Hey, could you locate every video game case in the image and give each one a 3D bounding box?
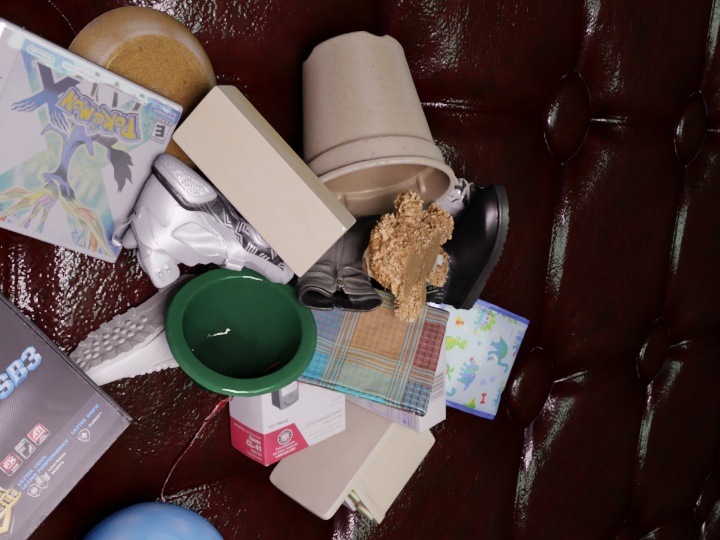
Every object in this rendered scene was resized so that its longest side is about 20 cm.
[{"bbox_3d":[-0.297,-0.119,0.820,0.198,0.022,0.185,20,100,-41],"label":"video game case"}]

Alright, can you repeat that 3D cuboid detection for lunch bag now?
[{"bbox_3d":[0.138,0.117,1.280,0.197,0.126,0.174,20,88,-35],"label":"lunch bag"}]

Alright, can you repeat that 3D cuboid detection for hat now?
[{"bbox_3d":[-0.162,0.119,0.960,0.197,0.167,0.178,-18,150,-33],"label":"hat"}]

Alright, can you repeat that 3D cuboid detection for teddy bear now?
[{"bbox_3d":[0.057,-0.021,0.968,0.200,0.065,0.148,-46,139,-54],"label":"teddy bear"}]

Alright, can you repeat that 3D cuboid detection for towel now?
[{"bbox_3d":[-0.001,0.081,0.986,0.022,0.195,0.149,97,10,-58],"label":"towel"}]

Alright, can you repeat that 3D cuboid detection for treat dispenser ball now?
[{"bbox_3d":[-0.238,0.368,0.935,0.198,0.199,0.206,-15,113,-40],"label":"treat dispenser ball"}]

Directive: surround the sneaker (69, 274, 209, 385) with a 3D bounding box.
[{"bbox_3d":[-0.238,0.085,0.945,0.198,0.076,0.082,-33,131,-32],"label":"sneaker"}]

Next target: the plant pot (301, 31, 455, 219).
[{"bbox_3d":[0.003,-0.175,1.009,0.198,0.198,0.188,5,69,-44],"label":"plant pot"}]

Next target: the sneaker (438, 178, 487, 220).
[{"bbox_3d":[0.121,-0.128,1.159,0.201,0.112,0.078,51,45,-63],"label":"sneaker"}]

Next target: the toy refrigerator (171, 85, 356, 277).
[{"bbox_3d":[-0.100,-0.098,0.889,0.076,0.200,0.070,-43,-179,15],"label":"toy refrigerator"}]

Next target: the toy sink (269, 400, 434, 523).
[{"bbox_3d":[-0.009,0.272,1.182,0.201,0.129,0.113,-50,131,-22],"label":"toy sink"}]

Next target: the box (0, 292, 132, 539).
[{"bbox_3d":[-0.358,0.153,0.793,0.199,0.050,0.201,45,66,-7],"label":"box"}]

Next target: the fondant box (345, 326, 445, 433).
[{"bbox_3d":[0.025,0.113,1.116,0.058,0.197,0.148,-18,115,-42],"label":"fondant box"}]

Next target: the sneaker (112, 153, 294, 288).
[{"bbox_3d":[-0.170,-0.023,0.899,0.199,0.075,0.115,41,90,-29],"label":"sneaker"}]

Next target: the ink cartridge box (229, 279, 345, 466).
[{"bbox_3d":[-0.096,0.129,1.086,0.146,0.085,0.205,-16,114,-40],"label":"ink cartridge box"}]

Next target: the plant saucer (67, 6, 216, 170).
[{"bbox_3d":[-0.228,-0.179,0.898,0.197,0.035,0.205,-16,113,-41],"label":"plant saucer"}]

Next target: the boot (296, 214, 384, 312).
[{"bbox_3d":[0.000,0.000,1.002,0.196,0.132,0.069,-1,135,-27],"label":"boot"}]

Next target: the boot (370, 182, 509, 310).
[{"bbox_3d":[0.105,-0.029,1.132,0.154,0.080,0.215,6,124,-17],"label":"boot"}]
